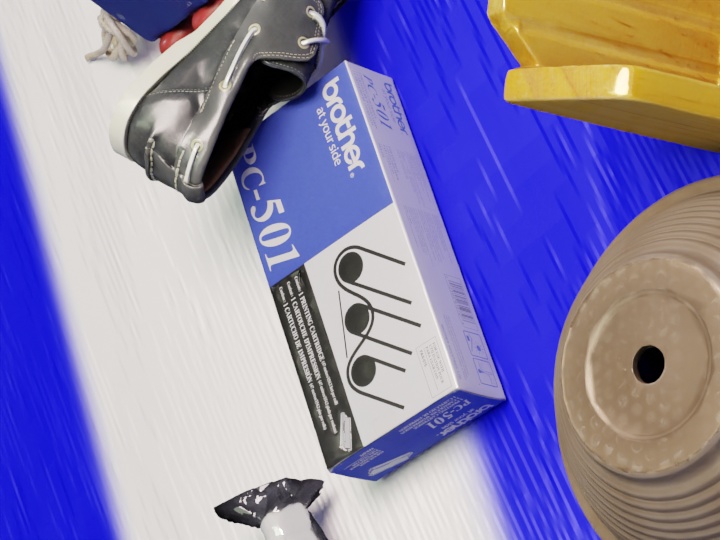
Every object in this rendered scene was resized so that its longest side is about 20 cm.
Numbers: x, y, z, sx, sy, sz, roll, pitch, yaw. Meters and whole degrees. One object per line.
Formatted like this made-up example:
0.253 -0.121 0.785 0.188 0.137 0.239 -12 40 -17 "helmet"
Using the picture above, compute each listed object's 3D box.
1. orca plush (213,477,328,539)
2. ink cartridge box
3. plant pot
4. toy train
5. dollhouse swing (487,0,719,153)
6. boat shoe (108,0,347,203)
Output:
-0.038 0.211 1.342 0.200 0.105 0.071 65 152 26 "orca plush"
0.000 0.000 1.368 0.094 0.044 0.200 -34 60 29 "ink cartridge box"
0.156 0.048 1.193 0.200 0.093 0.202 -11 73 39 "plant pot"
-0.107 -0.186 1.484 0.116 0.085 0.200 -58 13 -15 "toy train"
0.184 -0.167 1.173 0.176 0.181 0.201 -5 76 61 "dollhouse swing"
-0.044 -0.120 1.389 0.068 0.072 0.200 34 74 28 "boat shoe"
